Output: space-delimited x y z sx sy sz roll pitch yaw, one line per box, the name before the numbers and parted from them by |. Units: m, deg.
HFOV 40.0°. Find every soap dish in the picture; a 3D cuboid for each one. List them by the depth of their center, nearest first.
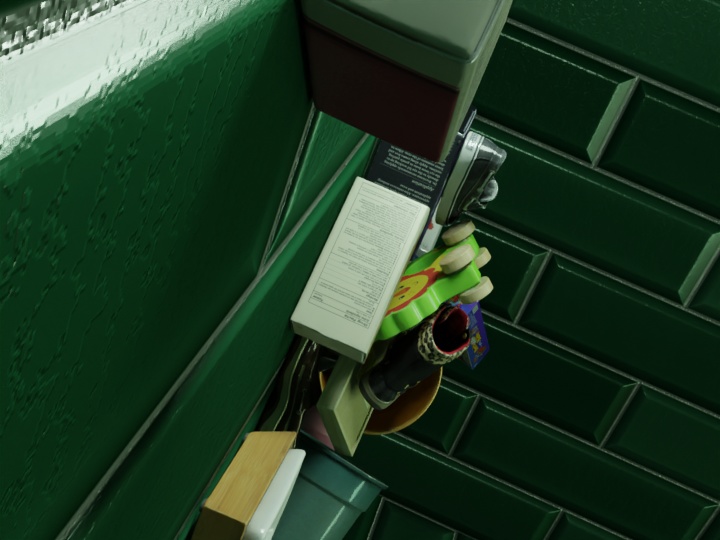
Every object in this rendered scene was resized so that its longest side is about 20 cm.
soap dish | -0.141 0.294 1.162 0.200 0.081 0.158 -57 170 -67

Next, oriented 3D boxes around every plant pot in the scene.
plant pot | -0.095 0.342 1.428 0.197 0.199 0.200 -57 175 -8
plant pot | 0.009 0.138 1.580 0.202 0.199 0.183 -66 -163 1

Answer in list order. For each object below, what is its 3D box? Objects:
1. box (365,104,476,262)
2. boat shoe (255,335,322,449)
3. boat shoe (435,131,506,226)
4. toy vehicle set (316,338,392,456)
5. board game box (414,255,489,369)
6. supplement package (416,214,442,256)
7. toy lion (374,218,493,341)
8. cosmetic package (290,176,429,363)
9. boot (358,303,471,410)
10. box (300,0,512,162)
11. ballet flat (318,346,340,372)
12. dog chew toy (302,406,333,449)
box | 0.071 -0.137 1.369 0.148 0.104 0.201 -61 173 -62
boat shoe | -0.078 0.168 1.339 0.075 0.074 0.204 -6 119 -86
boat shoe | 0.151 -0.112 1.338 0.200 0.067 0.072 107 8 -60
toy vehicle set | 0.002 0.143 1.383 0.125 0.026 0.201 74 35 -48
board game box | 0.124 0.063 1.500 0.045 0.134 0.200 -48 155 -11
supplement package | 0.060 -0.049 1.627 0.200 0.120 0.120 -62 175 -58
toy lion | 0.078 0.023 1.319 0.191 0.069 0.200 -28 -167 15
cosmetic package | 0.000 0.000 1.214 0.071 0.104 0.201 95 20 -74
boot | 0.093 0.100 1.357 0.150 0.073 0.200 -41 177 38
box | 0.037 -0.170 0.635 0.200 0.108 0.129 91 24 -80
ballet flat | -0.043 0.091 1.404 0.069 0.071 0.201 -63 175 -53
dog chew toy | -0.082 0.274 1.656 0.125 0.123 0.201 108 0 -59
